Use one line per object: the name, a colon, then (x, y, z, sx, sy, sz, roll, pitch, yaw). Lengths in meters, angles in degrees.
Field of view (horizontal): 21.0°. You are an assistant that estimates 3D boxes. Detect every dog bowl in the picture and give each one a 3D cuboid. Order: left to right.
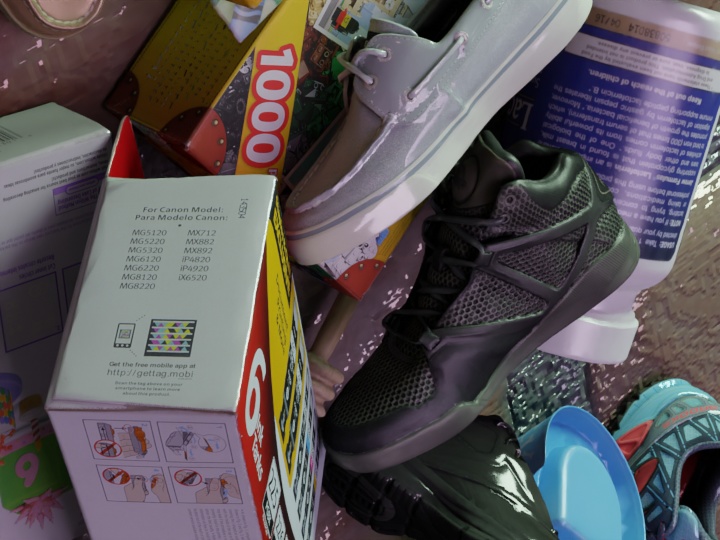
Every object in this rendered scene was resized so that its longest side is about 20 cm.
dog bowl: (0.120, 0.178, 1.147, 0.111, 0.049, 0.201, 40, 40, -36)

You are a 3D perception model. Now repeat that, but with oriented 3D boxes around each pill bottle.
pill bottle: (0.132, -0.057, 1.084, 0.115, 0.115, 0.202, 7, 103, -42)

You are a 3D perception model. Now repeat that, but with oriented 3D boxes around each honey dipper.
honey dipper: (0.000, 0.000, 1.051, 0.038, 0.038, 0.201, 31, 84, -43)

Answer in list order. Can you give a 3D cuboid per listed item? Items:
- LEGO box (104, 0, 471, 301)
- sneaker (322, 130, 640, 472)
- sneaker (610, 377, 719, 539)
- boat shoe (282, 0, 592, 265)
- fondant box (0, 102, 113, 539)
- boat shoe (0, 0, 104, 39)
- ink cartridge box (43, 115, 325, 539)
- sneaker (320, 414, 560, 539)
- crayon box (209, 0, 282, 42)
LEGO box: (-0.008, -0.112, 0.967, 0.149, 0.077, 0.201, 40, 81, -42)
sneaker: (0.044, 0.006, 0.965, 0.199, 0.076, 0.115, -40, 124, -12)
sneaker: (0.179, 0.166, 1.230, 0.079, 0.095, 0.201, 33, 85, -42)
boat shoe: (0.024, -0.091, 0.912, 0.201, 0.070, 0.072, -47, 114, -15)
fondant box: (-0.178, 0.039, 0.899, 0.144, 0.058, 0.202, -21, 119, -33)
boat shoe: (-0.135, -0.192, 0.833, 0.071, 0.064, 0.202, -22, 121, -32)
ink cartridge box: (-0.070, 0.056, 0.891, 0.201, 0.083, 0.177, 82, 11, -48)
sneaker: (0.070, 0.127, 1.064, 0.091, 0.200, 0.076, -42, 161, -31)
crayon box: (-0.050, -0.205, 0.816, 0.126, 0.051, 0.200, -47, 127, -13)
